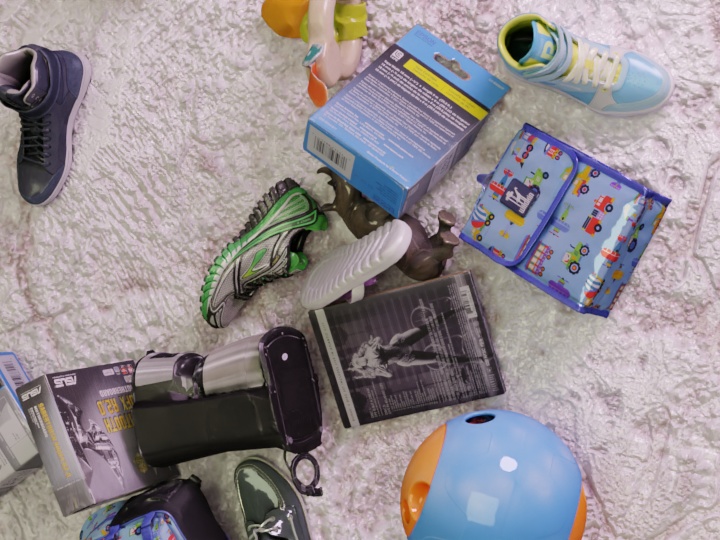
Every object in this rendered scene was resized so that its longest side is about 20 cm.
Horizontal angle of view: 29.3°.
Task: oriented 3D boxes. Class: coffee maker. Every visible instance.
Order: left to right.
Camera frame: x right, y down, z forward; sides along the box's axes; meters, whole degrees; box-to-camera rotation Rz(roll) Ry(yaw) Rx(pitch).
[{"bbox_3d":[-0.158,0.173,1.602,0.200,0.135,0.192,-14,64,28],"label":"coffee maker"}]

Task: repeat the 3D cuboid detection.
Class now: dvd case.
[{"bbox_3d":[0.053,0.093,1.591,0.200,0.016,0.149,-15,100,17],"label":"dvd case"}]

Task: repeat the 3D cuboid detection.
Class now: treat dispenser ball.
[{"bbox_3d":[0.142,0.250,1.480,0.200,0.201,0.201,0,90,18],"label":"treat dispenser ball"}]

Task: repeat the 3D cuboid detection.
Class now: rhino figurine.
[{"bbox_3d":[0.025,-0.060,1.591,0.200,0.060,0.088,35,130,16],"label":"rhino figurine"}]

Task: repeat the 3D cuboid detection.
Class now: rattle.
[{"bbox_3d":[-0.076,-0.259,1.561,0.143,0.130,0.200,15,51,8],"label":"rattle"}]

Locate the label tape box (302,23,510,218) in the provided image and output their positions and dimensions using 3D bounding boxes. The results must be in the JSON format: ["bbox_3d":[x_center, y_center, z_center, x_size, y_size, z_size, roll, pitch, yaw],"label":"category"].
[{"bbox_3d":[0.054,-0.172,1.572,0.144,0.063,0.200,37,60,15],"label":"label tape box"}]

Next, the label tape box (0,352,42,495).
[{"bbox_3d":[-0.493,0.219,1.755,0.200,0.063,0.144,-37,78,14],"label":"label tape box"}]

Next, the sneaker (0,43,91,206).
[{"bbox_3d":[-0.410,-0.180,1.696,0.077,0.146,0.203,16,96,16],"label":"sneaker"}]

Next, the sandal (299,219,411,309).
[{"bbox_3d":[-0.003,0.006,1.569,0.050,0.083,0.203,36,146,-20],"label":"sandal"}]

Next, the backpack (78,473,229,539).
[{"bbox_3d":[-0.256,0.359,1.634,0.200,0.135,0.183,-21,103,23],"label":"backpack"}]

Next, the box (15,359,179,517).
[{"bbox_3d":[-0.307,0.193,1.629,0.048,0.200,0.159,-27,81,20],"label":"box"}]

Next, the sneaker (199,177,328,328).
[{"bbox_3d":[-0.117,-0.009,1.633,0.085,0.078,0.200,40,101,12],"label":"sneaker"}]

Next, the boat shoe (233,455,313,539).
[{"bbox_3d":[-0.099,0.313,1.632,0.073,0.062,0.200,-29,80,18],"label":"boat shoe"}]

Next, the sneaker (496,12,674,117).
[{"bbox_3d":[0.236,-0.221,1.490,0.200,0.131,0.080,16,93,17],"label":"sneaker"}]

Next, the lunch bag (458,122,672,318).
[{"bbox_3d":[0.215,-0.062,1.531,0.200,0.094,0.151,32,101,28],"label":"lunch bag"}]
